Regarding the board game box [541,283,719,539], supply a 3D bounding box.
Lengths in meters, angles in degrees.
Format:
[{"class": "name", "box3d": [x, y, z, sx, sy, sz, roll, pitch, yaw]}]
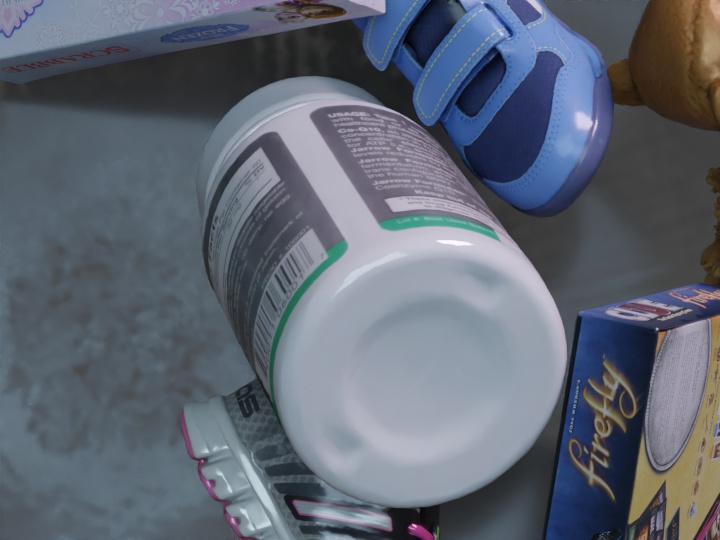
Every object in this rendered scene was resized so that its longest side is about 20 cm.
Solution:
[{"class": "board game box", "box3d": [0.109, 0.111, 1.059, 0.035, 0.135, 0.201, 13, 100, 25]}]

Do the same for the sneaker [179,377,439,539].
[{"class": "sneaker", "box3d": [0.010, 0.117, 1.119, 0.087, 0.074, 0.200, -37, 77, 2]}]

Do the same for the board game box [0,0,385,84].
[{"class": "board game box", "box3d": [-0.083, -0.193, 1.140, 0.200, 0.041, 0.200, -8, 79, 34]}]

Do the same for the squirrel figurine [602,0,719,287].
[{"class": "squirrel figurine", "box3d": [0.195, -0.065, 1.093, 0.186, 0.141, 0.201, -9, 110, -30]}]

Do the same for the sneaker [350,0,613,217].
[{"class": "sneaker", "box3d": [0.037, -0.100, 1.111, 0.074, 0.082, 0.200, -51, 44, 26]}]

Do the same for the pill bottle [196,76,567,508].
[{"class": "pill bottle", "box3d": [0.000, 0.000, 1.067, 0.113, 0.200, 0.113, -6, 116, -13]}]
